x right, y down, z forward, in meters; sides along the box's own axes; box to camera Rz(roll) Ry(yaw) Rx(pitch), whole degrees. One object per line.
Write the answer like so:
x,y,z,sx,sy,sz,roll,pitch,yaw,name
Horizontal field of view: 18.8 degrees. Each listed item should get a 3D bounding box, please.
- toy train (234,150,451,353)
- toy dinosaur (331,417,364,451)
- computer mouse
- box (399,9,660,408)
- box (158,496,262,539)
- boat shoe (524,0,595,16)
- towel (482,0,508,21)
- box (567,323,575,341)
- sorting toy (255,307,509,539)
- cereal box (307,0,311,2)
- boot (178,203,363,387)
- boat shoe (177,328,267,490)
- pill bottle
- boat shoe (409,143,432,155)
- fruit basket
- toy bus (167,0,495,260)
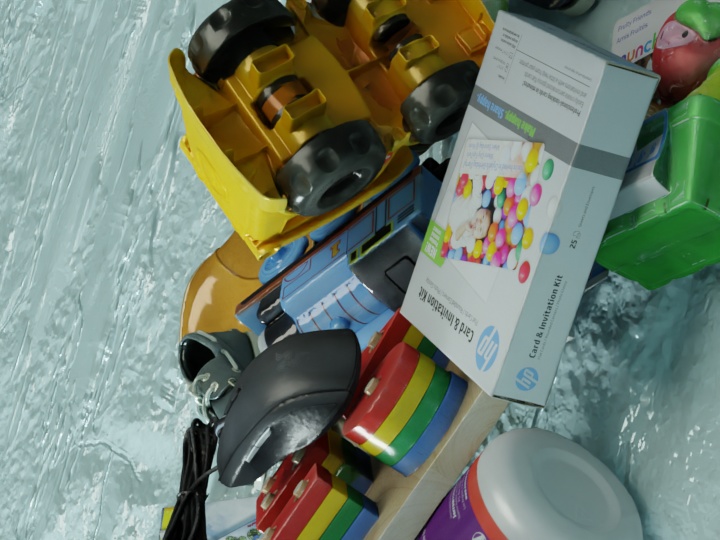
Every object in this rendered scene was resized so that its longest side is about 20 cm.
0.000,0.000,1.495,0.200,0.087,0.114,-36,24,25,toy train
-0.010,0.119,1.553,0.200,0.060,0.106,13,119,55,toy dinosaur
-0.075,0.118,1.379,0.200,0.046,0.141,-35,37,44,computer mouse
0.095,-0.040,1.277,0.156,0.041,0.200,-137,62,-64,box
-0.095,0.242,1.632,0.200,0.038,0.137,-14,65,55,box
0.093,-0.225,1.512,0.200,0.062,0.075,45,114,54,boat shoe
0.044,-0.214,1.490,0.149,0.031,0.200,-25,56,46,towel
0.109,-0.044,1.433,0.039,0.041,0.200,-34,51,48,box
0.006,0.116,1.387,0.199,0.070,0.200,-55,7,7,sorting toy
-0.027,-0.244,1.616,0.144,0.039,0.200,-88,1,-66,cereal box
-0.067,0.007,1.655,0.144,0.071,0.202,11,81,61,boot
-0.096,0.095,1.542,0.200,0.062,0.073,-109,32,-66,boat shoe
0.074,0.196,1.318,0.200,0.112,0.113,-54,38,31,pill bottle
0.027,-0.154,1.590,0.068,0.072,0.200,-46,33,45,boat shoe
0.189,-0.099,1.283,0.185,0.094,0.200,-26,51,54,fruit basket
-0.017,-0.096,1.414,0.136,0.200,0.192,54,162,19,toy bus
